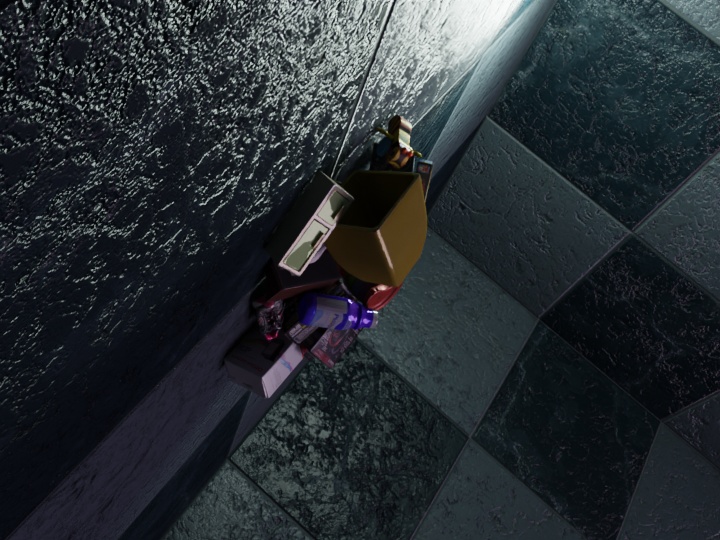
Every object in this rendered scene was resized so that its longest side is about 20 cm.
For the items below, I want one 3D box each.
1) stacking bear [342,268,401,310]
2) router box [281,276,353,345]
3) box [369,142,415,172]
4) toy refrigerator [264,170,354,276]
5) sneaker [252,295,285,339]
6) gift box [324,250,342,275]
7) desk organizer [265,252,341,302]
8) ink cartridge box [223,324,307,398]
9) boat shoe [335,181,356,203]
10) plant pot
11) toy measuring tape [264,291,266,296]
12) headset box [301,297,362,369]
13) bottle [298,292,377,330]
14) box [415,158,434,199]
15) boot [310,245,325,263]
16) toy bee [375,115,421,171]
[{"bbox_3d":[0.000,0.000,1.727,0.119,0.202,0.115,-21,153,-35],"label":"stacking bear"},{"bbox_3d":[-0.128,0.072,1.709,0.199,0.062,0.151,-40,-142,5],"label":"router box"},{"bbox_3d":[0.072,-0.199,1.673,0.132,0.111,0.207,72,28,-82],"label":"box"},{"bbox_3d":[-0.105,-0.095,1.367,0.202,0.070,0.075,-54,140,5],"label":"toy refrigerator"},{"bbox_3d":[-0.218,0.109,1.614,0.078,0.077,0.201,-15,163,-11],"label":"sneaker"},{"bbox_3d":[-0.069,0.042,1.953,0.185,0.200,0.187,-48,176,14],"label":"gift box"},{"bbox_3d":[-0.144,0.015,1.558,0.076,0.074,0.197,-34,165,38],"label":"desk organizer"},{"bbox_3d":[-0.247,0.224,1.767,0.200,0.144,0.088,-47,142,-39],"label":"ink cartridge box"},{"bbox_3d":[-0.038,-0.121,1.564,0.074,0.062,0.203,-54,133,-29],"label":"boat shoe"},{"bbox_3d":[0.042,-0.081,1.474,0.195,0.191,0.203,-51,132,-32],"label":"plant pot"},{"bbox_3d":[-0.167,0.022,1.671,0.201,0.073,0.074,-51,174,-23],"label":"toy measuring tape"},{"bbox_3d":[-0.079,0.160,1.766,0.201,0.074,0.149,-51,147,-7],"label":"headset box"},{"bbox_3d":[-0.053,0.106,1.616,0.084,0.194,0.067,125,-32,-45],"label":"bottle"},{"bbox_3d":[0.139,-0.164,1.605,0.137,0.036,0.207,-58,160,-76],"label":"box"},{"bbox_3d":[-0.090,-0.109,1.553,0.202,0.071,0.092,-63,165,-49],"label":"boot"},{"bbox_3d":[0.095,-0.282,1.555,0.128,0.207,0.108,4,168,-34],"label":"toy bee"}]
